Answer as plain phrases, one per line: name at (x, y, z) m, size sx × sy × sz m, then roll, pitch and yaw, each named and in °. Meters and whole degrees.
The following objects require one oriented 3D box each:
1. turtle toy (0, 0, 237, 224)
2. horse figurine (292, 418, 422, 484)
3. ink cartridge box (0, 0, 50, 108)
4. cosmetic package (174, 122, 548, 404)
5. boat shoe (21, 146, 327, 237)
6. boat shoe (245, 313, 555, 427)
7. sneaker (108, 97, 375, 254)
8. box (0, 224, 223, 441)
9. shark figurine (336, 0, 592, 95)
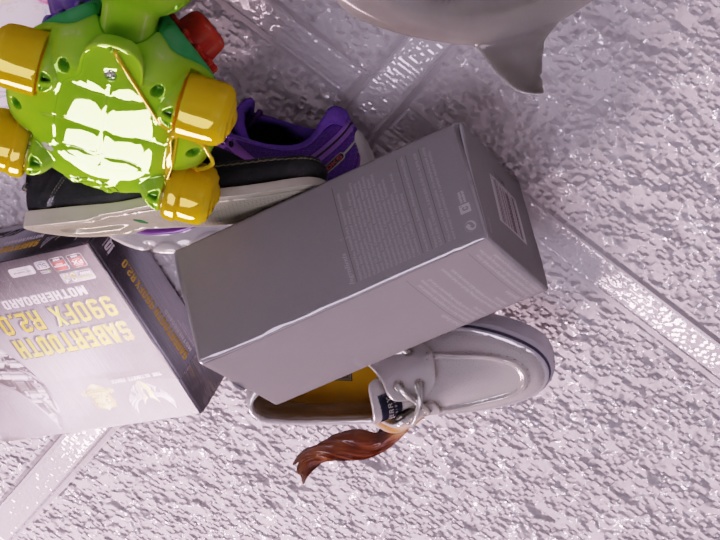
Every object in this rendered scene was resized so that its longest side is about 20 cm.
turtle toy at (-0.135, -0.120, 1.351) m, size 0.146 × 0.101 × 0.200 m, roll 16°, pitch 142°, yaw -2°
horse figurine at (0.010, 0.060, 1.569) m, size 0.132 × 0.050 × 0.200 m, roll 11°, pitch 128°, yaw -5°
ink cartridge box at (-0.225, -0.187, 1.452) m, size 0.145 × 0.088 × 0.200 m, roll -2°, pitch 130°, yaw 29°
cosmetic package at (0.000, 0.000, 1.431) m, size 0.200 × 0.090 × 0.107 m, roll -20°, pitch 155°, yaw 17°
boat shoe at (-0.115, -0.060, 1.450) m, size 0.200 × 0.068 × 0.072 m, roll -3°, pitch 168°, yaw 19°
boat shoe at (0.023, 0.072, 1.503) m, size 0.200 × 0.070 × 0.071 m, roll 0°, pitch 124°, yaw 10°
sneaker at (-0.083, -0.067, 1.511) m, size 0.200 × 0.081 × 0.084 m, roll -10°, pitch 110°, yaw 24°
box at (-0.217, 0.041, 1.687) m, size 0.200 × 0.048 × 0.159 m, roll -9°, pitch 124°, yaw 35°
shark figurine at (0.105, -0.146, 1.299) m, size 0.214 × 0.090 × 0.128 m, roll -15°, pitch 159°, yaw 18°
